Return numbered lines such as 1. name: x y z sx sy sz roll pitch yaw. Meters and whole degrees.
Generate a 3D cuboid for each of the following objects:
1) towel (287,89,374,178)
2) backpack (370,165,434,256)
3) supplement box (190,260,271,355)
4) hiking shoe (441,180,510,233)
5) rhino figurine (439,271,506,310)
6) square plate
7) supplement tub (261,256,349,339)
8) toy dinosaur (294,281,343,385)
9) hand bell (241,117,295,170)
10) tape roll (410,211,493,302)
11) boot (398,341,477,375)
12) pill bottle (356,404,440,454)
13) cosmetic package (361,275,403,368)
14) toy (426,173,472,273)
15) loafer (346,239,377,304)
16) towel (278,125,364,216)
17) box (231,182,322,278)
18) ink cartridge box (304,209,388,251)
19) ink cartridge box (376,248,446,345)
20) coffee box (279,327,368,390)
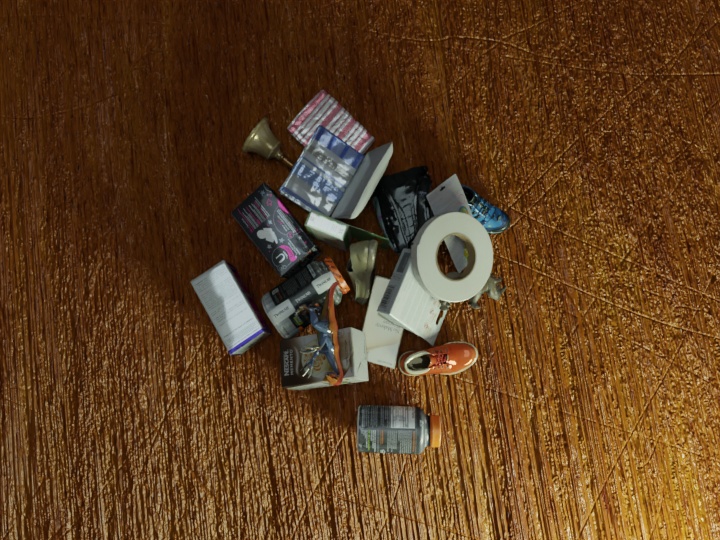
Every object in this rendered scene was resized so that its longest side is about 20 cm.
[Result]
1. towel: -0.077 -0.351 1.494 0.200 0.030 0.147 43 87 4
2. backpack: 0.116 -0.134 1.408 0.163 0.126 0.205 -15 83 12
3. supplement box: -0.315 0.092 1.408 0.102 0.101 0.203 -32 83 -2
4. hiking shoe: 0.280 -0.153 1.422 0.196 0.087 0.076 26 84 5
5. rhino figurine: 0.274 0.044 1.394 0.195 0.060 0.090 -3 100 -21
6. square plate: 0.005 -0.206 1.394 0.028 0.198 0.203 31 85 -16
7. supplement tub: -0.130 0.062 1.394 0.198 0.123 0.124 -34 83 -2
8. toy dinosaur: -0.073 0.152 1.270 0.199 0.105 0.182 -42 78 -2
9. hand bell: -0.194 -0.283 1.472 0.199 0.104 0.105 39 85 -7
10. tape roll: 0.210 -0.031 1.316 0.197 0.037 0.209 -1 93 -20
11. boot: 0.189 0.214 1.372 0.194 0.107 0.077 -11 81 -1
12. pill bottle: 0.090 0.374 1.354 0.194 0.106 0.110 2 83 3
13. cosmetic package: 0.058 0.126 1.404 0.101 0.073 0.206 13 82 4
14. toy: 0.219 -0.110 1.376 0.114 0.047 0.203 -37 107 -32
15. loafer: 0.000 0.000 1.372 0.066 0.203 0.077 13 45 5
16. towel: -0.097 -0.242 1.451 0.145 0.024 0.203 32 92 -12
17. box: -0.202 -0.090 1.411 0.114 0.132 0.201 -39 83 1
18. ink cartridge box: -0.031 -0.079 1.396 0.196 0.146 0.049 24 83 5
19. ink cartridge box: 0.138 0.066 1.372 0.047 0.199 0.163 11 72 44
20. coffee box: -0.087 0.211 1.354 0.195 0.079 0.118 -13 71 24
